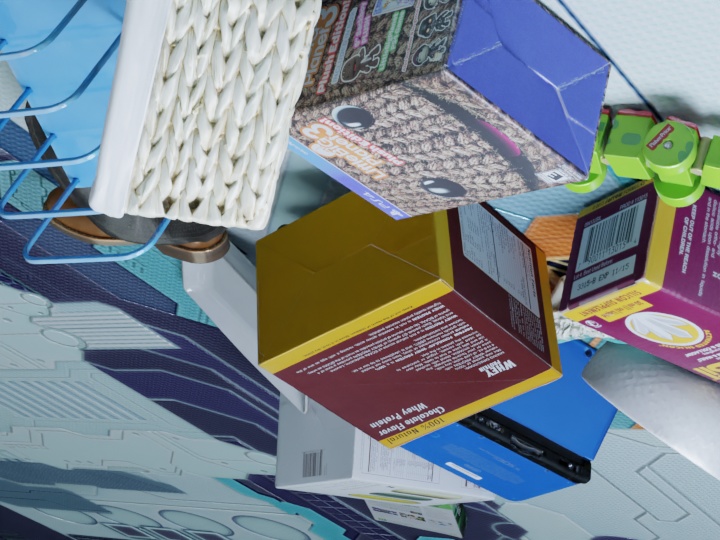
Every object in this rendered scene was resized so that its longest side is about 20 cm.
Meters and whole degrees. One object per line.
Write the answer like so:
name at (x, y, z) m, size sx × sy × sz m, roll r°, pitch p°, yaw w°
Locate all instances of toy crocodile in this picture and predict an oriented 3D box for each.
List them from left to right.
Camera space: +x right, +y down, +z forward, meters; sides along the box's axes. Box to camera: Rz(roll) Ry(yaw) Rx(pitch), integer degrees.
toy crocodile at (0.201, -0.095, 1.226) m, size 0.198 × 0.062 × 0.068 m, roll 10°, pitch 159°, yaw 26°

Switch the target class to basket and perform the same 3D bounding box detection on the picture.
basket at (-0.100, -0.141, 1.086) m, size 0.122 × 0.136 × 0.202 m, roll 11°, pitch 114°, yaw -8°

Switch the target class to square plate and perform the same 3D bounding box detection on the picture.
square plate at (-0.112, 0.043, 1.693) m, size 0.200 × 0.028 × 0.199 m, roll 45°, pitch 159°, yaw 13°

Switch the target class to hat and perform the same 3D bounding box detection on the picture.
hat at (-0.186, -0.114, 1.396) m, size 0.198 × 0.081 × 0.202 m, roll 13°, pitch 140°, yaw 11°

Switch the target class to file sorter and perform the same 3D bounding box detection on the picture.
file sorter at (-0.229, -0.117, 1.255) m, size 0.137 × 0.123 × 0.201 m, roll -2°, pitch 130°, yaw 28°

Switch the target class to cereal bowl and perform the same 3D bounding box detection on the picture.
cereal bowl at (0.304, 0.119, 1.490) m, size 0.199 × 0.084 × 0.200 m, roll 35°, pitch -174°, yaw -4°

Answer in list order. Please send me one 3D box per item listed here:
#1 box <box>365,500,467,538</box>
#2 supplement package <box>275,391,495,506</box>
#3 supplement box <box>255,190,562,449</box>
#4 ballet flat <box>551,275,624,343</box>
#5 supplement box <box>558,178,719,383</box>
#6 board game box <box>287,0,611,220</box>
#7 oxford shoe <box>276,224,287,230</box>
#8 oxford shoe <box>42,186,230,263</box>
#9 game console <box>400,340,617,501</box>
box at (0.077, 0.338, 2.389) m, size 0.143 × 0.037 × 0.200 m, roll 10°, pitch 159°, yaw 13°
supplement package at (0.031, 0.172, 1.799) m, size 0.198 × 0.153 × 0.151 m, roll 13°, pitch 163°, yaw -35°
supplement box at (0.042, 0.034, 1.451) m, size 0.196 × 0.134 × 0.200 m, roll -26°, pitch 139°, yaw 28°
ballet flat at (0.215, 0.031, 1.502) m, size 0.071 × 0.073 × 0.200 m, roll 24°, pitch 168°, yaw -22°
supplement box at (0.286, 0.014, 1.360) m, size 0.198 × 0.104 × 0.131 m, roll 22°, pitch 157°, yaw -19°
board game box at (0.051, -0.127, 1.180) m, size 0.159 × 0.098 × 0.199 m, roll 31°, pitch 153°, yaw -35°
oxford shoe at (0.000, 0.000, 1.597) m, size 0.199 × 0.072 × 0.072 m, roll 32°, pitch 180°, yaw -40°
oxford shoe at (-0.221, -0.065, 1.588) m, size 0.198 × 0.072 × 0.072 m, roll 9°, pitch 130°, yaw 17°
game console at (0.157, 0.143, 1.707) m, size 0.199 × 0.120 × 0.170 m, roll 29°, pitch 145°, yaw -30°
